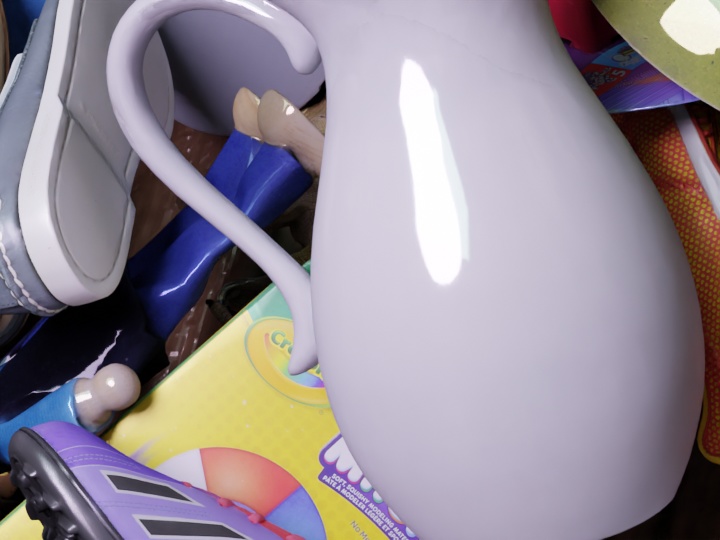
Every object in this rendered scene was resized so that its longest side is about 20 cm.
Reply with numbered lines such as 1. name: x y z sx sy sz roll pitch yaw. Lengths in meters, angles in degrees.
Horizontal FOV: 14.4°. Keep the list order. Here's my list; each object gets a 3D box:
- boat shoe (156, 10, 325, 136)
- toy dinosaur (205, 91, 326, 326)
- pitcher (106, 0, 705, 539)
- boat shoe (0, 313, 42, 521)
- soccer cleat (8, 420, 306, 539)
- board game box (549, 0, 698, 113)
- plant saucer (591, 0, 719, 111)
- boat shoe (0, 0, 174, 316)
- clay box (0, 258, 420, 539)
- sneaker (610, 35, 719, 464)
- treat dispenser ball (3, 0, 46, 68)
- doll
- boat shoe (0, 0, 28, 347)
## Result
1. boat shoe: -0.021 -0.124 1.068 0.200 0.069 0.057 -51 13 48
2. toy dinosaur: 0.000 0.000 1.043 0.101 0.058 0.200 -42 49 2
3. pitcher: 0.015 -0.011 0.908 0.171 0.121 0.200 -11 99 21
4. boat shoe: -0.145 0.082 1.067 0.067 0.072 0.200 -20 51 22
5. soccer cleat: -0.031 0.112 0.934 0.200 0.068 0.073 45 75 0
6. board game box: 0.100 -0.122 1.002 0.158 0.039 0.200 -5 32 18
7. plant saucer: 0.164 -0.120 0.948 0.200 0.031 0.200 8 49 -9
8. boat shoe: -0.111 -0.049 0.999 0.062 0.073 0.200 -20 30 17
9. clay box: -0.039 0.088 0.982 0.200 0.048 0.115 -42 89 5
10. sneaker: 0.107 -0.016 0.978 0.077 0.073 0.200 -42 43 23
11. treat dispenser ball: -0.137 -0.173 1.141 0.201 0.201 0.201 -16 55 24
12. doll: -0.091 0.021 1.010 0.200 0.048 0.136 -46 14 -7
13. boat shoe: -0.168 -0.065 1.029 0.072 0.068 0.200 -11 91 18
